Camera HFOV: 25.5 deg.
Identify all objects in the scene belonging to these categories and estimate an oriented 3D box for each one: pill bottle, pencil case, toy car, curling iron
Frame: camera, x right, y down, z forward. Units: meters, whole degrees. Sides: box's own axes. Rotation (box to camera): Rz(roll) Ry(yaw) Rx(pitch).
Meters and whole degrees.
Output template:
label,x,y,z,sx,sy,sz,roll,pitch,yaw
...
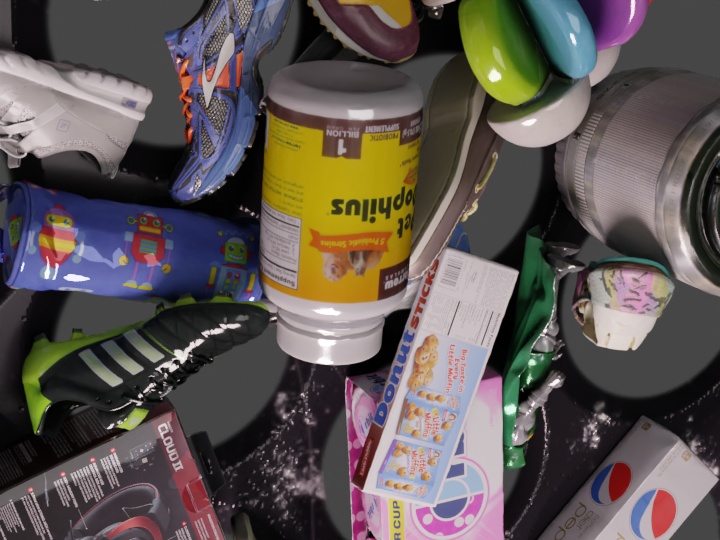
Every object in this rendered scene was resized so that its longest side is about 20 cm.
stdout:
label,x,y,z,sx,sy,sz,roll,pitch,yaw
pill bottle,-0.016,-0.040,1.123,0.109,0.109,0.201,-6,114,-23
pencil case,-0.168,-0.013,1.158,0.199,0.087,0.078,9,75,-28
toy car,0.149,-0.204,1.179,0.175,0.150,0.200,60,39,-21
curling iron,-0.004,-0.174,1.176,0.200,0.050,0.026,-40,160,-32

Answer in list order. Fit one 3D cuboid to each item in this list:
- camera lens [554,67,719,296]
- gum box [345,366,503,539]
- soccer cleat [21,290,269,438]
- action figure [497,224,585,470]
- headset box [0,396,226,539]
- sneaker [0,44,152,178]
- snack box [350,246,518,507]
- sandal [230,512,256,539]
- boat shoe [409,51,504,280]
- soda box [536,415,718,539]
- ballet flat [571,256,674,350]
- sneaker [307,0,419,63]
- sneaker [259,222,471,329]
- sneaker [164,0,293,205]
label,x,y,z,sx,sy,sz,roll,pitch,yaw
camera lens,0.266,-0.075,1.268,0.159,0.200,0.161,-7,107,-22
gum box,0.055,0.181,1.321,0.113,0.066,0.201,-10,108,-23
soccer cleat,-0.152,0.070,1.144,0.067,0.199,0.081,32,45,-63
action figure,0.143,0.076,1.319,0.054,0.118,0.201,12,111,0
headset box,-0.196,0.188,1.204,0.199,0.075,0.149,-26,114,-16
sneaker,-0.242,-0.111,1.097,0.199,0.075,0.082,11,98,-27
snack box,0.059,0.083,1.244,0.072,0.024,0.201,17,95,-30
sandal,-0.050,0.262,1.289,0.057,0.080,0.201,-28,125,5
boat shoe,0.070,-0.074,1.226,0.059,0.072,0.201,39,58,-35
soda box,0.222,0.231,1.414,0.200,0.064,0.068,-49,118,-5
ballet flat,0.206,0.028,1.278,0.069,0.200,0.071,14,89,-1
sneaker,-0.006,-0.243,1.121,0.075,0.090,0.200,-39,98,-46
sneaker,0.000,0.000,1.248,0.199,0.076,0.077,-16,105,-30
sneaker,-0.110,-0.146,1.158,0.078,0.075,0.201,15,90,-18
